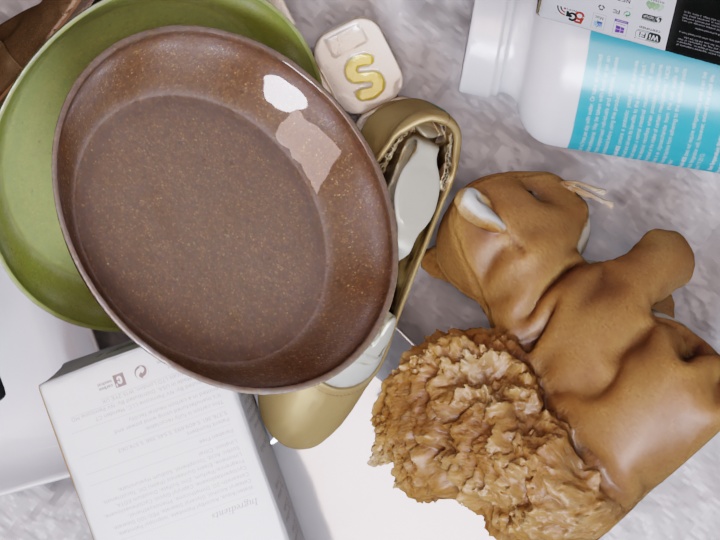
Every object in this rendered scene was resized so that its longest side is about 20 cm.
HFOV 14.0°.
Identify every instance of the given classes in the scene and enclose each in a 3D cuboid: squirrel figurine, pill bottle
[{"bbox_3d":[0.094,0.044,1.543,0.200,0.142,0.187,-40,84,-19],"label":"squirrel figurine"},{"bbox_3d":[0.156,-0.113,1.558,0.200,0.111,0.111,9,93,0],"label":"pill bottle"}]

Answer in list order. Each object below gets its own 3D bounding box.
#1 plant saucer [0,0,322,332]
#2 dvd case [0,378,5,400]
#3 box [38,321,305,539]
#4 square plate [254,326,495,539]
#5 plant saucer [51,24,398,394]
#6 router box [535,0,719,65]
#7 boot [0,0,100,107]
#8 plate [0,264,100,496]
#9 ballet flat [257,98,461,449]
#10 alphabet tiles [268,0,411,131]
[{"bbox_3d":[-0.112,-0.064,1.538,0.200,0.031,0.200,-15,121,-26],"label":"plant saucer"},{"bbox_3d":[-0.286,-0.003,1.558,0.150,0.025,0.200,-19,92,24],"label":"dvd case"},{"bbox_3d":[-0.086,0.132,1.541,0.097,0.124,0.200,-20,92,1],"label":"box"},{"bbox_3d":[-0.001,0.144,1.617,0.198,0.028,0.200,42,93,-1],"label":"square plate"},{"bbox_3d":[-0.073,-0.026,1.479,0.200,0.037,0.200,15,60,-28],"label":"plant saucer"},{"bbox_3d":[0.205,-0.161,1.497,0.200,0.149,0.051,17,130,8],"label":"router box"},{"bbox_3d":[-0.196,-0.111,1.550,0.075,0.074,0.200,45,104,9],"label":"boot"},{"bbox_3d":[-0.247,0.036,1.614,0.200,0.032,0.200,-17,92,1],"label":"plate"},{"bbox_3d":[0.000,0.000,1.550,0.069,0.063,0.200,22,83,-23],"label":"ballet flat"},{"bbox_3d":[-0.062,-0.056,1.604,0.200,0.015,0.196,-26,99,2],"label":"alphabet tiles"}]
